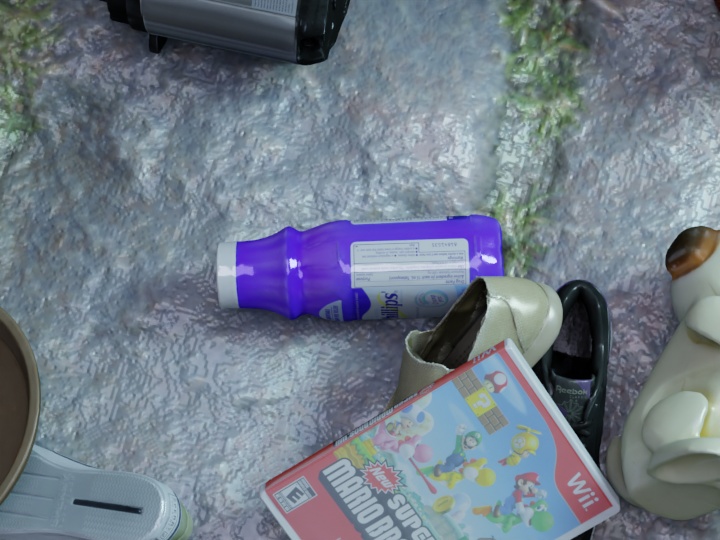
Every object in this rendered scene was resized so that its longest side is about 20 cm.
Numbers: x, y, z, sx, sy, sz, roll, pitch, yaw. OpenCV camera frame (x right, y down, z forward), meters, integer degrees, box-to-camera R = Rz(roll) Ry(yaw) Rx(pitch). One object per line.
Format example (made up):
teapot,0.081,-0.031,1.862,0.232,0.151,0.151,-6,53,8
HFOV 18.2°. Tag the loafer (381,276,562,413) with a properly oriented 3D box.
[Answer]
loafer,0.051,0.078,1.522,0.068,0.076,0.200,33,100,-29

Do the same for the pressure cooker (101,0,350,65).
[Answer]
pressure cooker,-0.101,-0.246,1.575,0.199,0.179,0.177,11,80,4

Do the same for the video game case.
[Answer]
video game case,0.053,0.152,1.497,0.199,0.017,0.143,-32,107,12

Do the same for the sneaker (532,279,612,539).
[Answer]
sneaker,0.132,0.105,1.530,0.075,0.088,0.201,5,78,3

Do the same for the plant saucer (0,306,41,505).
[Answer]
plant saucer,-0.306,0.108,1.547,0.199,0.029,0.201,-8,65,18

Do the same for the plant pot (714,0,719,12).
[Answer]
plant pot,0.331,-0.241,1.561,0.198,0.200,0.177,-9,89,0

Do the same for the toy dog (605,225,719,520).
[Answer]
toy dog,0.256,0.067,1.514,0.139,0.194,0.201,23,66,-20

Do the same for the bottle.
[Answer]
bottle,0.000,0.000,1.561,0.199,0.084,0.066,-2,71,1

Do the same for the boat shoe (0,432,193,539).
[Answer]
boat shoe,-0.209,0.161,1.540,0.199,0.062,0.072,11,72,23
